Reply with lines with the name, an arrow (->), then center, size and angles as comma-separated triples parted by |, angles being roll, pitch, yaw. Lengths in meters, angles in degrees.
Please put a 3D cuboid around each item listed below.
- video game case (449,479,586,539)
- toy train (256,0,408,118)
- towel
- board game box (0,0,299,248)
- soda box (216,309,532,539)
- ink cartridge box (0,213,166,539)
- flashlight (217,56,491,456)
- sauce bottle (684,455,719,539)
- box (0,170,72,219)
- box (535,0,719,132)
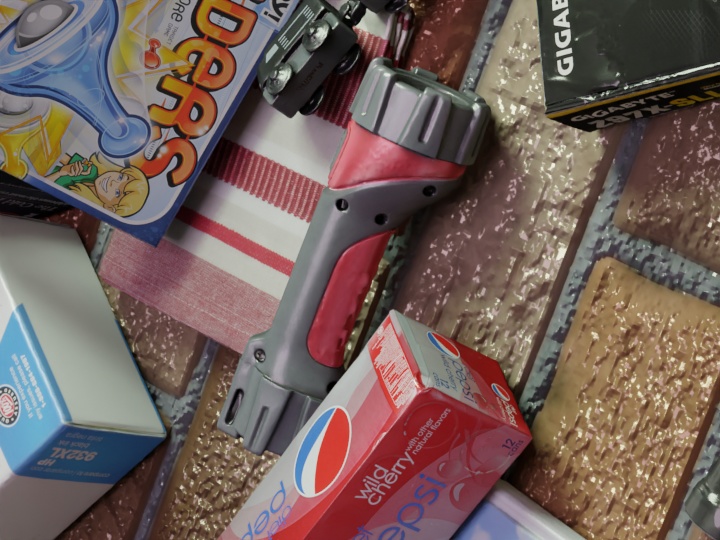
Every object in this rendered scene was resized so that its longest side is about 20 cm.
video game case -> 0.089, 0.223, 1.050 | 0.200, 0.022, 0.183 | 34, 104, 36
toy train -> 0.018, -0.160, 1.137 | 0.200, 0.034, 0.046 | -49, 38, 10
towel -> -0.056, -0.064, 1.207 | 0.144, 0.023, 0.201 | 26, 98, 39
board game box -> -0.114, -0.128, 1.171 | 0.201, 0.135, 0.034 | -59, 18, 14
soda box -> -0.008, 0.121, 1.099 | 0.200, 0.070, 0.064 | -53, 30, 20
ink cartridge box -> -0.220, 0.086, 1.270 | 0.200, 0.083, 0.146 | -42, 61, 26
flashlight -> 0.000, 0.000, 1.130 | 0.068, 0.068, 0.201 | 33, 108, 46
sauce bottle -> 0.204, 0.029, 0.964 | 0.065, 0.065, 0.201 | 38, 106, 35
box -> -0.278, -0.079, 1.267 | 0.181, 0.199, 0.105 | -13, 76, 36
box -> 0.151, -0.178, 1.046 | 0.159, 0.049, 0.202 | -11, 76, 34
